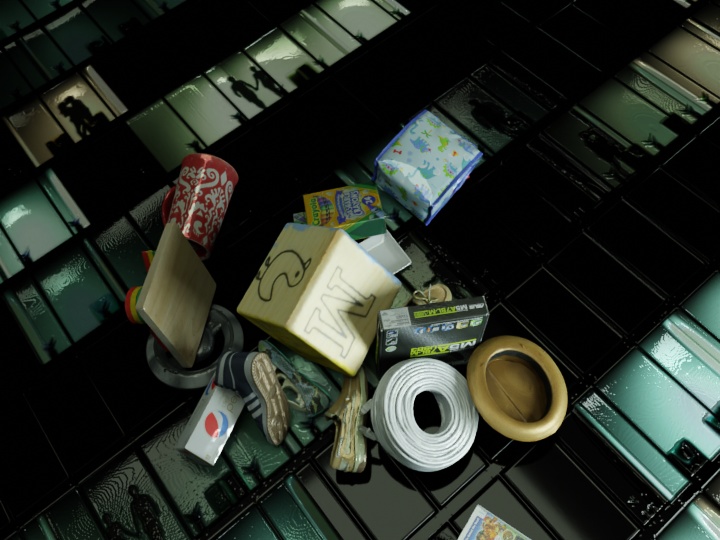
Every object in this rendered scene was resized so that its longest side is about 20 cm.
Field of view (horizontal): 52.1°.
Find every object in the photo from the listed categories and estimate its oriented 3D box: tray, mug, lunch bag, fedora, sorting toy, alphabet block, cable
[{"bbox_3d":[0.000,0.000,1.553,0.198,0.022,0.108,-31,61,-12],"label":"tray"},{"bbox_3d":[-0.365,-0.128,1.633,0.132,0.177,0.204,22,61,-23],"label":"mug"},{"bbox_3d":[0.145,-0.232,1.596,0.169,0.128,0.201,39,75,7],"label":"lunch bag"},{"bbox_3d":[0.277,0.222,1.343,0.196,0.082,0.204,3,59,-6],"label":"fedora"},{"bbox_3d":[-0.371,0.050,1.421,0.068,0.200,0.203,-4,51,17],"label":"sorting toy"},{"bbox_3d":[-0.076,0.051,1.375,0.194,0.196,0.202,8,65,53],"label":"alphabet block"},{"bbox_3d":[0.117,0.254,1.319,0.199,0.069,0.201,39,63,-3],"label":"cable"}]

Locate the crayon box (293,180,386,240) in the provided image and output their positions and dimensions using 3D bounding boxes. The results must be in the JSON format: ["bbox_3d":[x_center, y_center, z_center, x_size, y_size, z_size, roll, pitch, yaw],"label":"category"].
[{"bbox_3d":[-0.051,-0.119,1.600,0.196,0.052,0.127,-12,46,-1],"label":"crayon box"}]

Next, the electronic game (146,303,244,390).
[{"bbox_3d":[-0.333,0.150,1.487,0.195,0.042,0.203,0,53,-1],"label":"electronic game"}]

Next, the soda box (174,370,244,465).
[{"bbox_3d":[-0.266,0.260,1.386,0.068,0.063,0.202,36,62,-21],"label":"soda box"}]

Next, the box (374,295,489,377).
[{"bbox_3d":[0.125,0.125,1.352,0.195,0.195,0.048,-7,55,-6],"label":"box"}]

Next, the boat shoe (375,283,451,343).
[{"bbox_3d":[0.108,0.094,1.459,0.073,0.063,0.200,36,69,24],"label":"boat shoe"}]

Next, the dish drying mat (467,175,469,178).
[{"bbox_3d":[0.148,-0.234,1.679,0.195,0.018,0.078,-2,60,5],"label":"dish drying mat"}]

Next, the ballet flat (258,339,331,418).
[{"bbox_3d":[-0.145,0.209,1.410,0.199,0.075,0.074,35,68,29],"label":"ballet flat"}]

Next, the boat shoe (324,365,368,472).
[{"bbox_3d":[-0.028,0.263,1.349,0.074,0.072,0.203,7,58,-12],"label":"boat shoe"}]

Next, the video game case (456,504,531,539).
[{"bbox_3d":[0.244,0.507,1.221,0.198,0.018,0.144,29,67,21],"label":"video game case"}]

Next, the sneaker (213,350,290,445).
[{"bbox_3d":[-0.201,0.230,1.357,0.107,0.203,0.070,5,33,30],"label":"sneaker"}]
